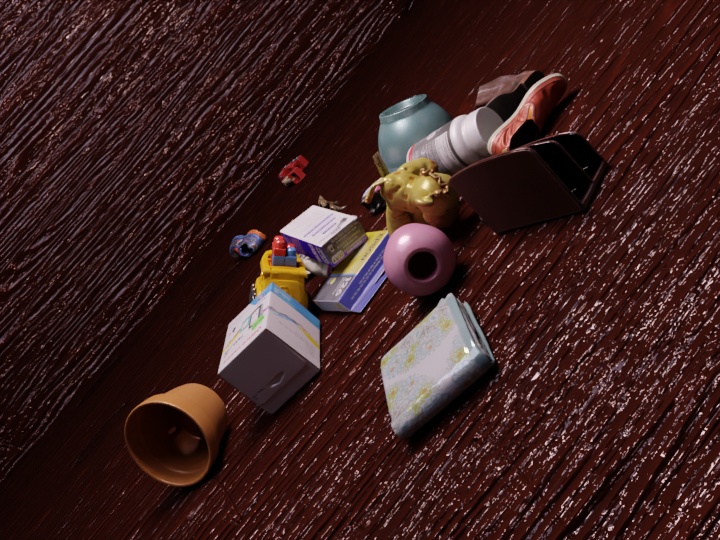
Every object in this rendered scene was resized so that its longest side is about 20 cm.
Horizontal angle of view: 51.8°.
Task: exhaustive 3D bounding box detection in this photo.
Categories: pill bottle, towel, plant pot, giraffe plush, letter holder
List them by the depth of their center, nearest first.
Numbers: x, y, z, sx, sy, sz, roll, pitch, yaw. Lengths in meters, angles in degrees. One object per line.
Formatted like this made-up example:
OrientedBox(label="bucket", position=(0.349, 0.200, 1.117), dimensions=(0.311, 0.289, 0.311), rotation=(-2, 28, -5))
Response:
OrientedBox(label="towel", position=(0.107, 0.136, 1.088), dimensions=(0.171, 0.048, 0.200), rotation=(-47, 19, 15))
OrientedBox(label="letter holder", position=(0.256, -0.156, 1.174), dimensions=(0.200, 0.142, 0.101), rotation=(-15, 38, 58))
OrientedBox(label="giraffe plush", position=(0.127, -0.141, 1.400), dimensions=(0.162, 0.200, 0.173), rotation=(17, 70, 49))
OrientedBox(label="pill bottle", position=(0.198, -0.248, 1.522), dimensions=(0.200, 0.114, 0.114), rotation=(-27, 28, 47))
OrientedBox(label="plant pot", position=(-0.370, 0.329, 1.558), dimensions=(0.200, 0.200, 0.140), rotation=(-38, 5, 27))
OrientedBox(label="plant pot", position=(0.122, -0.320, 1.704), dimensions=(0.200, 0.134, 0.200), rotation=(-23, 21, 9))

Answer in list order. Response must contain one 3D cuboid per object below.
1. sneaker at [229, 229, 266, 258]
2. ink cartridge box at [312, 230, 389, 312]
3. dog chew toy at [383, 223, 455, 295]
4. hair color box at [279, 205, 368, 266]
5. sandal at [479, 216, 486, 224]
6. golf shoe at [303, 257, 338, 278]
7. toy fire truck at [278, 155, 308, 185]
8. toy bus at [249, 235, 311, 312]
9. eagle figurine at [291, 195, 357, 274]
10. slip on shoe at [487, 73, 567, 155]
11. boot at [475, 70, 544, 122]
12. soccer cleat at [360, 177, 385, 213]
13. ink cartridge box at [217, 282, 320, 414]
OrientedBox(label="sneaker", position=(-0.408, -0.081, 2.590), dimensions=(0.200, 0.075, 0.079), rotation=(-26, 32, 51))
OrientedBox(label="ink cartridge box", position=(0.000, 0.000, 1.585), dimensions=(0.198, 0.047, 0.200), rotation=(-54, 17, -17))
OrientedBox(label="dog chew toy", position=(0.099, -0.029, 1.319), dimensions=(0.125, 0.125, 0.200), rotation=(-46, 11, 8))
OrientedBox(label="hair color box", position=(-0.085, -0.081, 1.672), dimensions=(0.109, 0.065, 0.200), rotation=(-40, 29, -18))
OrientedBox(label="sandal", position=(0.234, -0.155, 1.369), dimensions=(0.075, 0.045, 0.200), rotation=(-41, 20, 24))
OrientedBox(label="golf shoe", position=(-0.065, -0.060, 1.742), dimensions=(0.091, 0.075, 0.200), rotation=(5, 39, 25))
OrientedBox(label="toy fire truck", position=(-0.266, -0.376, 2.883), dimensions=(0.200, 0.049, 0.141), rotation=(-25, 30, 50))
OrientedBox(label="toy bus", position=(-0.183, 0.012, 1.693), dimensions=(0.200, 0.135, 0.192), rotation=(-124, 37, -72))
OrientedBox(label="eagle figurine", position=(-0.114, -0.090, 1.931), dimensions=(0.152, 0.151, 0.200), rotation=(-5, -67, -58))
OrientedBox(label="slip on shoe", position=(0.327, -0.287, 1.405), dimensions=(0.200, 0.074, 0.061), rotation=(-48, 42, -2))
OrientedBox(label="boot", position=(0.290, -0.371, 1.635), dimensions=(0.186, 0.064, 0.200), rotation=(-38, 21, -10))
OrientedBox(label="soccer cleat", position=(0.072, -0.205, 1.780), dimensions=(0.200, 0.070, 0.086), rotation=(-21, 33, 54))
OrientedBox(label="ink cartridge box", position=(-0.181, 0.156, 1.516), dimensions=(0.147, 0.146, 0.200), rotation=(-43, 20, 15))
